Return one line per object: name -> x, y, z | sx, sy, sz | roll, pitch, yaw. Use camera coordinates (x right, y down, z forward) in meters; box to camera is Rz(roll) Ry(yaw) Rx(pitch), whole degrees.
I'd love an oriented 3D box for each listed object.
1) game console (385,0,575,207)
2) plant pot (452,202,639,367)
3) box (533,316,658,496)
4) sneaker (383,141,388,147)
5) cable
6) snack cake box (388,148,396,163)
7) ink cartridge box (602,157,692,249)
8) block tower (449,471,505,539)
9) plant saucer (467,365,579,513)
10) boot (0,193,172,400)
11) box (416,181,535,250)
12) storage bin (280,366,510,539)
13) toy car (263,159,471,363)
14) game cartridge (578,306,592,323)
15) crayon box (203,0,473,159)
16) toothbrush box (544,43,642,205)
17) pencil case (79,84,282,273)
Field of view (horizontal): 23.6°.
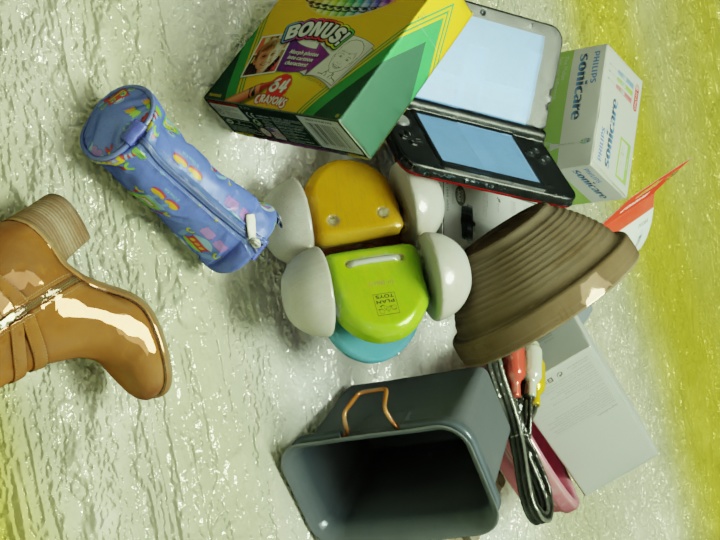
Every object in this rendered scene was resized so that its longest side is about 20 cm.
game console -> 0.122, -0.167, 1.677 | 0.199, 0.119, 0.173 | 10, 32, -26
plant pot -> 0.159, 0.000, 1.650 | 0.093, 0.200, 0.201 | 56, 42, -5
box -> 0.228, 0.128, 1.880 | 0.200, 0.097, 0.125 | 53, 9, -38
sneaker -> -0.012, -0.187, 1.719 | 0.200, 0.075, 0.081 | 51, 55, -24
cable -> 0.164, 0.146, 1.702 | 0.097, 0.050, 0.201 | 39, 36, -53
snack cake box -> 0.065, -0.198, 1.778 | 0.067, 0.115, 0.201 | -46, 120, -45
ink cartridge box -> 0.285, -0.031, 1.925 | 0.057, 0.200, 0.162 | 54, 40, 4
block tower -> 0.082, 0.274, 1.768 | 0.054, 0.058, 0.200 | 58, 42, -30
plant saucer -> 0.164, 0.176, 1.841 | 0.201, 0.051, 0.201 | 57, 7, -12
boot -> -0.247, 0.056, 1.368 | 0.200, 0.073, 0.155 | 56, 43, -14
box -> 0.117, -0.026, 1.776 | 0.200, 0.060, 0.117 | 10, 77, -51
storage bin -> 0.042, 0.161, 1.642 | 0.146, 0.199, 0.134 | 66, 29, -24
toy car -> 0.000, 0.000, 1.637 | 0.174, 0.150, 0.201 | -9, 54, -15
game cartridge -> 0.206, -0.006, 2.002 | 0.133, 0.040, 0.201 | -52, 125, -47
crayon box -> -0.022, -0.194, 1.556 | 0.173, 0.199, 0.058 | -56, 129, -17
toothbrush box -> 0.192, -0.148, 1.868 | 0.086, 0.199, 0.146 | 34, 58, -44
pencil case -> -0.153, -0.074, 1.497 | 0.078, 0.087, 0.200 | -54, 130, -10
